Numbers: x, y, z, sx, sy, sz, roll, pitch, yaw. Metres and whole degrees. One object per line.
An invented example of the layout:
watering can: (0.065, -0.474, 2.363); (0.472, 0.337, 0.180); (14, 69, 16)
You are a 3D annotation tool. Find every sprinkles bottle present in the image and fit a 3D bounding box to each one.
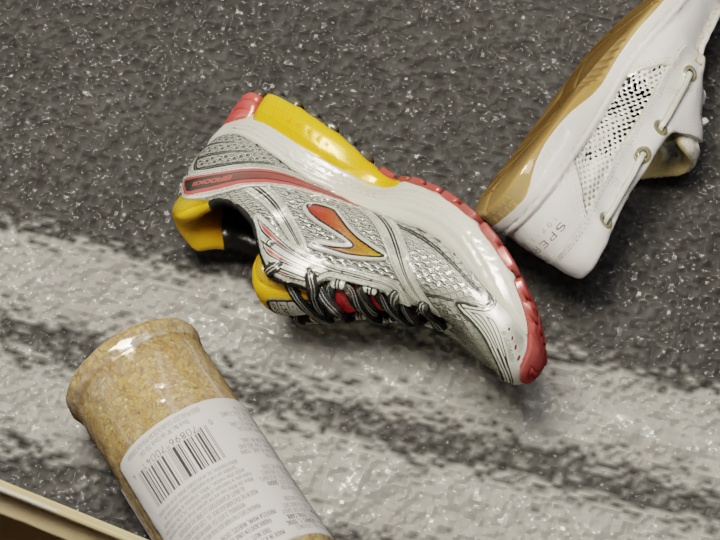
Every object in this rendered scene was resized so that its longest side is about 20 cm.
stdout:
sprinkles bottle: (-0.051, 0.113, 0.989); (0.068, 0.068, 0.200); (-29, 62, -14)

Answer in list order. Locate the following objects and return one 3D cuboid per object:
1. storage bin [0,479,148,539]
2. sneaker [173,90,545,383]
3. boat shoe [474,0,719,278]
storage bin: (-0.135, 0.184, 0.847); (0.094, 0.198, 0.200); (13, 78, 58)
sneaker: (0.000, 0.000, 1.049); (0.200, 0.078, 0.082); (31, 69, 30)
boat shoe: (0.129, -0.071, 1.098); (0.069, 0.071, 0.200); (42, 58, -5)
